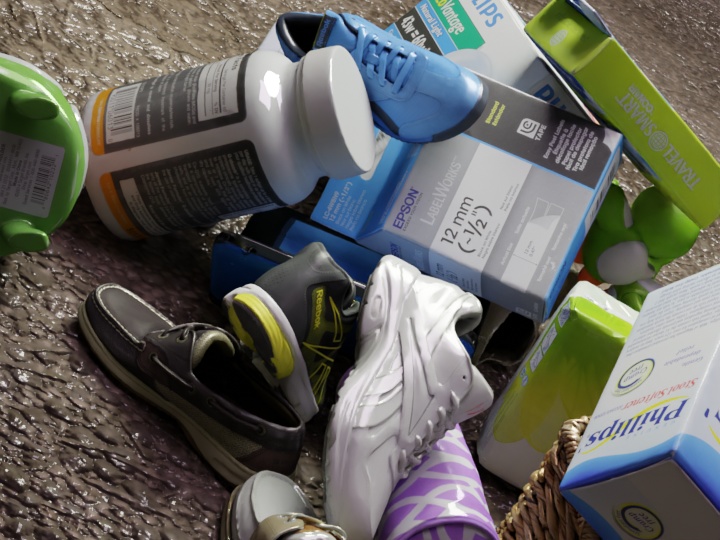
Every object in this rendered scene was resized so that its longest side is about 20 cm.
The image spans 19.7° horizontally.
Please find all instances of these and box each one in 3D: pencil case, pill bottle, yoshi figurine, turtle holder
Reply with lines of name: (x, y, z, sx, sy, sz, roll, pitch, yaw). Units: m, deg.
pencil case: (0.038, 0.139, 1.397, 0.086, 0.084, 0.200, 57, 10, -37)
pill bottle: (-0.097, -0.096, 1.518, 0.116, 0.199, 0.117, -12, 90, -74)
yoshi figurine: (0.246, 0.013, 1.699, 0.112, 0.201, 0.112, -31, 26, -31)
turtle holder: (-0.279, -0.080, 1.416, 0.184, 0.142, 0.132, -14, 15, -1)

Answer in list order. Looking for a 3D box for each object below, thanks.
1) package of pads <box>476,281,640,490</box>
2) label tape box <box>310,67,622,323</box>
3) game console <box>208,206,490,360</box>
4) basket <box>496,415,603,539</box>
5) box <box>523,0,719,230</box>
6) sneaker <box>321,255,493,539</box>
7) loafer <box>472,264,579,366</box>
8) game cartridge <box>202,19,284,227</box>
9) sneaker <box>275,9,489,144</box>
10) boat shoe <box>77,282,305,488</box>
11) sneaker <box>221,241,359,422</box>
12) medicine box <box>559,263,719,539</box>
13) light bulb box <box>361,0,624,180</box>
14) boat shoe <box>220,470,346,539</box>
package of pads: (0.202, 0.120, 1.517, 0.199, 0.155, 0.068, 30, 25, -5)
label tape box: (0.078, -0.069, 1.554, 0.199, 0.144, 0.066, 24, -14, 9)
game console: (0.000, 0.000, 1.522, 0.199, 0.171, 0.119, 21, 68, 3)
basket: (0.201, 0.195, 1.389, 0.199, 0.149, 0.143, 7, 34, -42)
box: (0.201, -0.130, 1.583, 0.200, 0.048, 0.122, 46, 5, -26)
sneaker: (0.033, 0.087, 1.329, 0.099, 0.078, 0.201, 13, 67, 4)
loafer: (0.119, 0.038, 1.677, 0.068, 0.076, 0.199, 44, 38, 23)
game cartridge: (-0.088, -0.129, 1.678, 0.041, 0.134, 0.200, 30, 26, -5)
sneaker: (0.009, -0.151, 1.551, 0.200, 0.066, 0.078, 24, -13, 45)
boat shoe: (-0.108, 0.066, 1.386, 0.200, 0.065, 0.073, 40, 29, 21)
sneaker: (-0.034, 0.043, 1.403, 0.075, 0.084, 0.200, 50, -7, 14)
medicine box: (0.248, 0.125, 1.348, 0.182, 0.103, 0.200, 47, 45, -17)
light bulb box: (0.078, -0.115, 1.717, 0.125, 0.200, 0.199, 46, 11, -38)
boat shoe: (-0.034, 0.183, 1.252, 0.074, 0.069, 0.200, 17, 28, -25)
